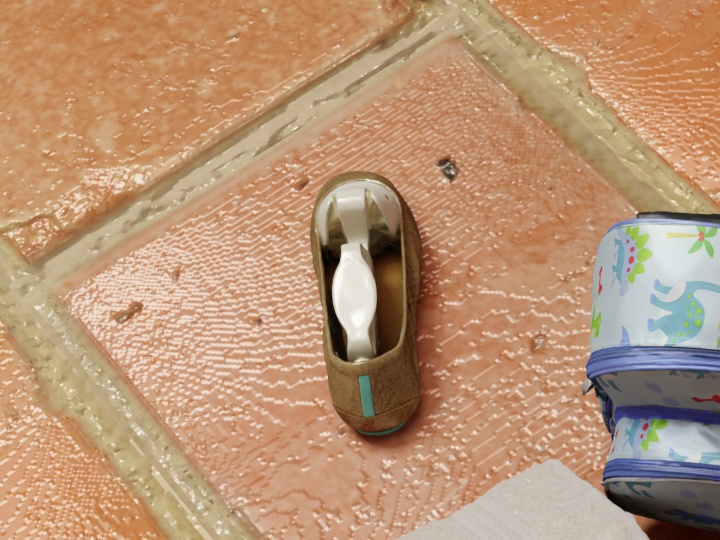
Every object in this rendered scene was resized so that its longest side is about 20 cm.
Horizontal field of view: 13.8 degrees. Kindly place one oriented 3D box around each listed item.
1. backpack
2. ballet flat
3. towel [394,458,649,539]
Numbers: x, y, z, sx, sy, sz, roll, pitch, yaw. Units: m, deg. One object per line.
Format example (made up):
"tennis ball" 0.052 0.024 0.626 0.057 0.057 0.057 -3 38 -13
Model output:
"backpack" 0.204 0.058 1.543 0.182 0.200 0.148 5 72 15
"ballet flat" 0.000 0.000 1.723 0.067 0.073 0.201 -8 49 8
"towel" 0.077 0.159 1.541 0.132 0.035 0.200 -26 19 -10
